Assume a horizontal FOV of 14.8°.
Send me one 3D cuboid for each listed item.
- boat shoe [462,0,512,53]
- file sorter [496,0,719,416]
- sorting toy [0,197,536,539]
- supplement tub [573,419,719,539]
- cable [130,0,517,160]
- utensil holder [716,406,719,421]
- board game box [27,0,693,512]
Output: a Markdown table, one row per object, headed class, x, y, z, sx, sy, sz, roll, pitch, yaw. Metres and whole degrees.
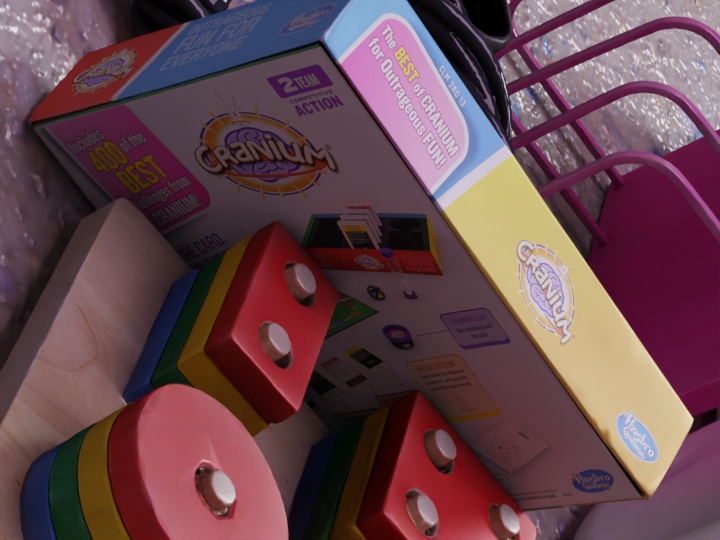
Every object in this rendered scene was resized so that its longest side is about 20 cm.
| class | x | y | z | sx | sy | sz | roll | pitch | yaw |
| --- | --- | --- | --- | --- | --- | --- | --- | --- | --- |
| boat shoe | 0.011 | -0.174 | 1.169 | 0.074 | 0.063 | 0.202 | -3 | 72 | -55 |
| file sorter | 0.118 | -0.042 | 1.182 | 0.126 | 0.139 | 0.200 | 50 | 35 | -22 |
| sorting toy | -0.026 | 0.091 | 0.877 | 0.200 | 0.069 | 0.199 | 50 | 29 | -19 |
| supplement tub | 0.189 | 0.168 | 1.152 | 0.200 | 0.144 | 0.144 | 61 | 31 | -11 |
| cable | -0.013 | -0.071 | 1.052 | 0.163 | 0.051 | 0.201 | -6 | 80 | -46 |
| utensil holder | 0.252 | 0.022 | 1.323 | 0.170 | 0.170 | 0.200 | 45 | 39 | -34 |
| board game box | 0.000 | 0.000 | 0.946 | 0.200 | 0.153 | 0.040 | 54 | 51 | -23 |
